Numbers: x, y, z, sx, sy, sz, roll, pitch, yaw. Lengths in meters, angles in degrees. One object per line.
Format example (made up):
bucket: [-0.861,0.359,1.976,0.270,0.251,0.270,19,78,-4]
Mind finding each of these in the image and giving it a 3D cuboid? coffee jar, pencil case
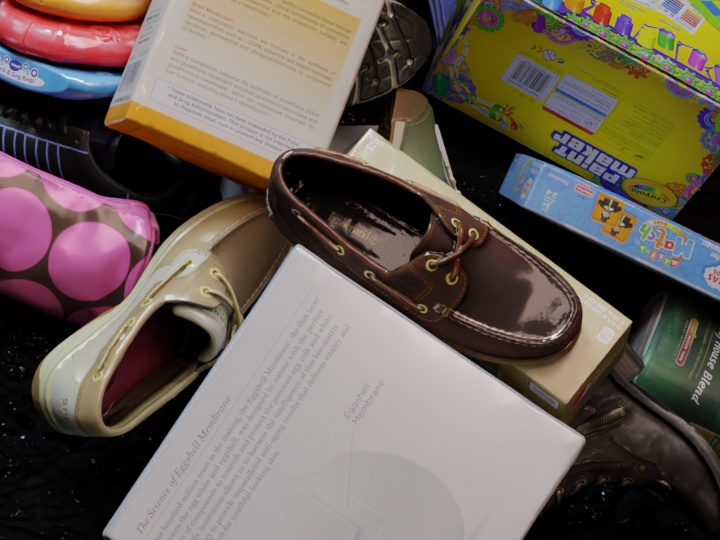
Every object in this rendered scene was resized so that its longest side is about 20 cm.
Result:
coffee jar: [0.262,0.099,1.724,0.199,0.085,0.105,28,52,-3]
pencil case: [-0.218,-0.036,1.604,0.199,0.094,0.091,23,12,-12]

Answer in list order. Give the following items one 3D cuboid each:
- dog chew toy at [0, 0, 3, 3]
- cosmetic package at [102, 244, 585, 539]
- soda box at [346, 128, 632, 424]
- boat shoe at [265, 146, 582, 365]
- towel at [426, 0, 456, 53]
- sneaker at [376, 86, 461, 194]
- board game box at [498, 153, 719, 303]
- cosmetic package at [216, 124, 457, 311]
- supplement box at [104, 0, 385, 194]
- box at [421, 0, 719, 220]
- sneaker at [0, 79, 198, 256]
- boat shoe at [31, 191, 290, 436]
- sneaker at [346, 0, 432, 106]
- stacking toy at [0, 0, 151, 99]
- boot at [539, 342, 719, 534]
dog chew toy: [-0.294,-0.188,1.668,0.124,0.125,0.200,40,59,7]
cosmetic package: [-0.011,0.127,1.518,0.200,0.123,0.200,34,83,1]
soda box: [0.061,0.006,1.568,0.200,0.064,0.068,37,73,12]
boat shoe: [0.035,-0.009,1.503,0.199,0.070,0.071,24,71,8]
towel: [0.135,-0.206,1.918,0.199,0.024,0.145,4,57,-21]
sneaker: [0.042,-0.015,1.658,0.089,0.067,0.201,15,61,-9]
board game box: [0.194,-0.019,1.746,0.199,0.151,0.037,26,93,-5]
cosmetic package: [0.000,0.000,1.705,0.150,0.052,0.201,-3,60,-22]
supplement box: [-0.059,-0.158,1.603,0.125,0.073,0.201,23,83,-15]
box: [0.176,-0.176,1.824,0.199,0.122,0.193,28,48,-6]
sneaker: [-0.190,-0.088,1.665,0.199,0.078,0.070,29,52,-2]
boat shoe: [-0.104,0.032,1.572,0.200,0.074,0.066,-46,37,-22]
sneaker: [-0.047,-0.141,1.714,0.089,0.199,0.079,-31,113,-70]
stacking toy: [-0.166,-0.212,1.633,0.116,0.201,0.110,22,21,29]
boot: [0.120,0.130,1.629,0.174,0.069,0.200,-40,102,-3]
